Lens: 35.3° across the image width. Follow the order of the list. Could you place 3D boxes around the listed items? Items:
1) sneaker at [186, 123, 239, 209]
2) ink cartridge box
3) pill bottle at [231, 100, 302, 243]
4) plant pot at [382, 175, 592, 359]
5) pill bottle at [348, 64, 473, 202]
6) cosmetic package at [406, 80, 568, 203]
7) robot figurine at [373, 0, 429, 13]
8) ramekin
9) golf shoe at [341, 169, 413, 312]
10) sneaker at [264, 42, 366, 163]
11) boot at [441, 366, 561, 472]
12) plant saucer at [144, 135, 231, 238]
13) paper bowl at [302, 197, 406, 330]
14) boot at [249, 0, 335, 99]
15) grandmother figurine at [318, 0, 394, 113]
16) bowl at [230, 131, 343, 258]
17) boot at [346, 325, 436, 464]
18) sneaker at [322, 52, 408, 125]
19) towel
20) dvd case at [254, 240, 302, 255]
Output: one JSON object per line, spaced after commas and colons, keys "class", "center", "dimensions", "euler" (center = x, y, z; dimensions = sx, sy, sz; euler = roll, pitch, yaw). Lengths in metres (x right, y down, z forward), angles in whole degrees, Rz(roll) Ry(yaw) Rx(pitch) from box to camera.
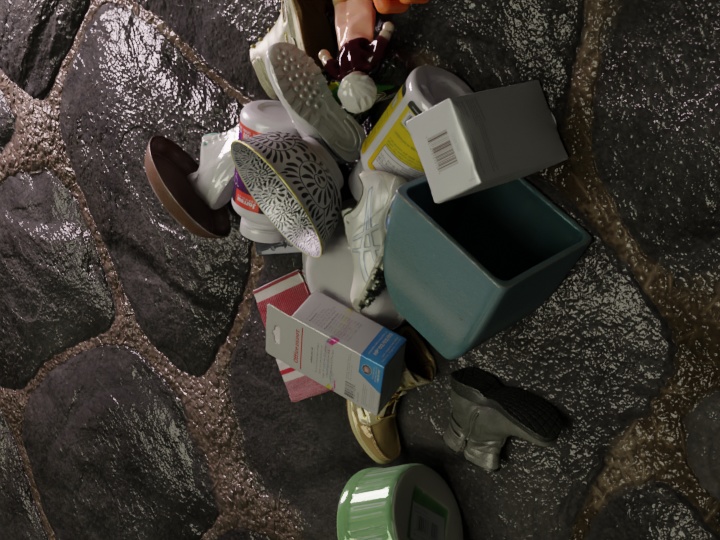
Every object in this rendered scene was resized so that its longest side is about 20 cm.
{"class": "sneaker", "center": [-0.209, -0.198, 1.794], "dimensions": [0.088, 0.075, 0.201], "euler": [43, 109, 13]}
{"class": "ink cartridge box", "center": [-0.038, 0.109, 1.631], "dimensions": [0.199, 0.068, 0.116], "euler": [28, 140, 18]}
{"class": "pill bottle", "center": [-0.136, -0.148, 1.714], "dimensions": [0.112, 0.112, 0.202], "euler": [27, 121, 34]}
{"class": "plant pot", "center": [0.143, -0.002, 1.489], "dimensions": [0.196, 0.195, 0.201], "euler": [44, 135, 23]}
{"class": "pill bottle", "center": [0.069, -0.172, 1.549], "dimensions": [0.115, 0.114, 0.200], "euler": [52, 132, 17]}
{"class": "cosmetic package", "center": [0.161, -0.163, 1.407], "dimensions": [0.081, 0.199, 0.114], "euler": [-23, 86, 43]}
{"class": "robot figurine", "center": [0.031, -0.444, 1.494], "dimensions": [0.144, 0.116, 0.202], "euler": [178, 76, -75]}
{"class": "ramekin", "center": [0.066, 0.384, 1.679], "dimensions": [0.097, 0.199, 0.202], "euler": [-22, 89, 37]}
{"class": "golf shoe", "center": [0.013, -0.044, 1.541], "dimensions": [0.097, 0.078, 0.202], "euler": [28, 113, 19]}
{"class": "sneaker", "center": [-0.078, -0.230, 1.595], "dimensions": [0.201, 0.076, 0.080], "euler": [55, 155, -21]}
{"class": "boot", "center": [0.200, 0.231, 1.601], "dimensions": [0.199, 0.067, 0.132], "euler": [28, 126, 43]}
{"class": "plant saucer", "center": [-0.286, -0.128, 1.839], "dimensions": [0.034, 0.200, 0.201], "euler": [-35, 77, 14]}
{"class": "paper bowl", "center": [0.000, 0.000, 1.659], "dimensions": [0.199, 0.104, 0.203], "euler": [13, 116, 29]}
{"class": "boot", "center": [-0.110, -0.370, 1.681], "dimensions": [0.154, 0.071, 0.202], "euler": [-21, 77, 54]}
{"class": "grandmother figurine", "center": [-0.003, -0.302, 1.546], "dimensions": [0.121, 0.060, 0.202], "euler": [-27, 50, 38]}
{"class": "bowl", "center": [-0.085, -0.124, 1.585], "dimensions": [0.201, 0.094, 0.201], "euler": [47, 164, 17]}
{"class": "boot", "center": [0.052, 0.190, 1.714], "dimensions": [0.155, 0.072, 0.202], "euler": [-18, 88, 43]}
{"class": "sneaker", "center": [0.000, -0.252, 1.623], "dimensions": [0.199, 0.078, 0.086], "euler": [-5, 128, 49]}
{"class": "towel", "center": [-0.101, 0.108, 1.863], "dimensions": [0.143, 0.023, 0.202], "euler": [-23, 86, 47]}
{"class": "dvd case", "center": [-0.107, -0.103, 1.797], "dimensions": [0.199, 0.025, 0.152], "euler": [-2, 102, 43]}
